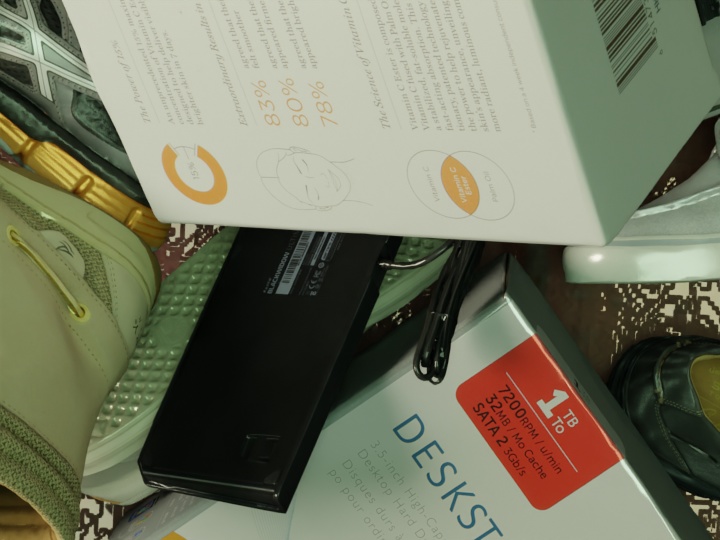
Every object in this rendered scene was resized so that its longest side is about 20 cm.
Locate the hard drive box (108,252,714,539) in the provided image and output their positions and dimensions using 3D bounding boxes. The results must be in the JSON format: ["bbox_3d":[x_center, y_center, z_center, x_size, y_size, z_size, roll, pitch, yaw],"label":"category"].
[{"bbox_3d":[0.021,0.116,0.851,0.200,0.077,0.156,-35,97,11],"label":"hard drive box"}]

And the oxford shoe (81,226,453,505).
[{"bbox_3d":[-0.044,0.026,0.872,0.199,0.075,0.058,-34,141,-9],"label":"oxford shoe"}]

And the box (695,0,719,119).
[{"bbox_3d":[0.098,-0.155,0.831,0.060,0.116,0.201,-8,98,37],"label":"box"}]

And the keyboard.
[{"bbox_3d":[0.000,0.000,0.818,0.021,0.127,0.201,47,58,-44],"label":"keyboard"}]

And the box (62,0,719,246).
[{"bbox_3d":[0.006,-0.089,0.759,0.098,0.199,0.125,-49,130,-40],"label":"box"}]

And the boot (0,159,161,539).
[{"bbox_3d":[-0.176,0.015,0.769,0.199,0.156,0.073,28,130,-15],"label":"boot"}]

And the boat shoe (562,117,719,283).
[{"bbox_3d":[0.175,-0.037,0.872,0.199,0.072,0.069,-11,92,-3],"label":"boat shoe"}]

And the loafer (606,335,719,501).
[{"bbox_3d":[0.197,0.084,0.876,0.199,0.072,0.073,20,77,-7],"label":"loafer"}]

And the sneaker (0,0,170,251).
[{"bbox_3d":[-0.138,-0.095,0.846,0.200,0.078,0.077,40,91,-17],"label":"sneaker"}]
